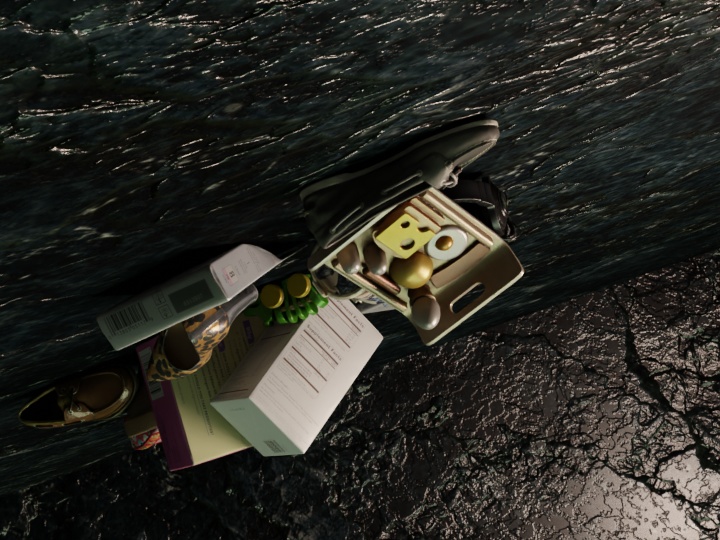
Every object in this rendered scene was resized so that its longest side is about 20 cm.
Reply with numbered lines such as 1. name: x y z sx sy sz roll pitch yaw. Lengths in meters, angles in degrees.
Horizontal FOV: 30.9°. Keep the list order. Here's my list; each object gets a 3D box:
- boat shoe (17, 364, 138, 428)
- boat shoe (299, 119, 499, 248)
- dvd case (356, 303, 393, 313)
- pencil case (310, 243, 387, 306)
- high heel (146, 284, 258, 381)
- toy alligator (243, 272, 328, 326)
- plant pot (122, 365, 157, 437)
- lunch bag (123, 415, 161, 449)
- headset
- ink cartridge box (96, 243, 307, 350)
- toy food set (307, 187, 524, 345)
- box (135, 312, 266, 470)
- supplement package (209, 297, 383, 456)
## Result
1. boat shoe: -0.405 0.189 1.862 0.199 0.073 0.068 -25 170 29
2. boat shoe: 0.041 -0.078 1.194 0.198 0.058 0.067 -21 171 14
3. dvd case: 0.107 0.028 2.142 0.199 0.018 0.142 -25 169 32
4. pencil case: 0.000 0.000 1.511 0.090 0.078 0.200 -55 167 5
5. high heel: -0.219 0.092 1.552 0.200 0.072 0.143 -40 180 27
6. toy alligator: -0.107 0.047 1.671 0.198 0.055 0.059 -22 171 19
7. plant pot: -0.262 0.163 1.903 0.199 0.094 0.201 -22 178 -1
8. lunch bag: -0.351 0.278 2.508 0.175 0.083 0.200 -15 170 -28
9. headset: 0.110 -0.068 1.445 0.123 0.095 0.199 -26 154 36
10. ink cartridge box: -0.168 0.010 1.411 0.161 0.057 0.200 -24 -169 28
11. toy food set: 0.060 -0.004 1.364 0.143 0.061 0.199 -38 134 21
12. box: -0.181 0.157 1.776 0.198 0.178 0.096 -15 175 -30
13. supplement package: -0.082 0.130 1.712 0.113 0.110 0.201 -14 -146 56
